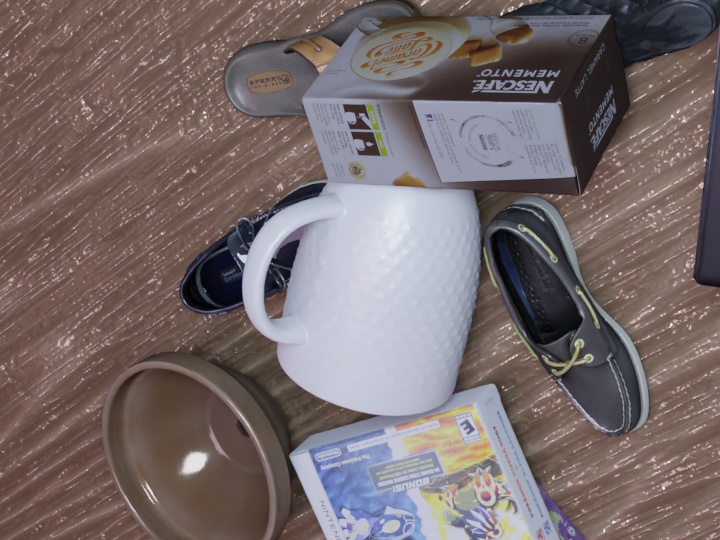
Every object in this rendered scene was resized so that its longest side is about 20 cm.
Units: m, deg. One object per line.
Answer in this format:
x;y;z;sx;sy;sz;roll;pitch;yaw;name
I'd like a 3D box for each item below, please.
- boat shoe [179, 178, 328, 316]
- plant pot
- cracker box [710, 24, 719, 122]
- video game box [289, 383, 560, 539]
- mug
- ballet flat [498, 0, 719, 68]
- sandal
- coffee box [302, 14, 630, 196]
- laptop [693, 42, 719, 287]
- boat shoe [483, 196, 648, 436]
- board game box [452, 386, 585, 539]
-0.076;-0.014;1.352;0.199;0.062;0.075;-27;92;34;boat shoe
-0.126;0.156;1.422;0.199;0.092;0.203;17;119;33;plant pot
0.302;-0.087;1.080;0.132;0.058;0.202;4;112;11;cracker box
0.058;0.205;1.334;0.199;0.047;0.184;-20;100;35;video game box
0.000;0.000;1.231;0.148;0.198;0.177;43;128;47;mug
0.174;-0.177;1.157;0.198;0.057;0.067;-6;133;38;ballet flat
-0.035;-0.160;1.274;0.198;0.055;0.083;-5;106;32;sandal
0.076;-0.120;1.142;0.198;0.115;0.080;5;132;30;coffee box
0.332;-0.081;1.031;0.116;0.198;0.189;28;123;47;laptop
0.154;0.044;1.236;0.071;0.060;0.203;-27;94;35;boat shoe
0.091;0.194;1.352;0.200;0.032;0.120;50;129;4;board game box
